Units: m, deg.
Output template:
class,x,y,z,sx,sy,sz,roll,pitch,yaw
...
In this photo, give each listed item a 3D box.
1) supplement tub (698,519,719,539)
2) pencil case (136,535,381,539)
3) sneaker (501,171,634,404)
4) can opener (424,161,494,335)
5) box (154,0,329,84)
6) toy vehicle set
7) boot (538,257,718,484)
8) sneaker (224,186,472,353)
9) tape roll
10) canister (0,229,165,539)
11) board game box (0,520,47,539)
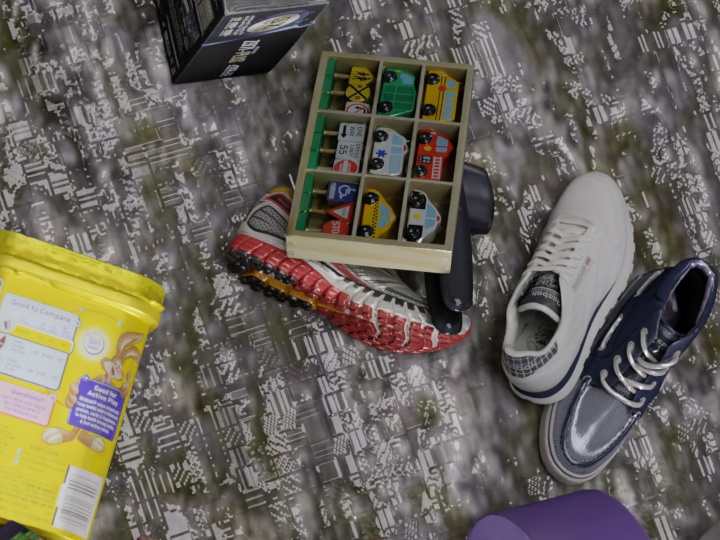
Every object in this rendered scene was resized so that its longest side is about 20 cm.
class,x,y,z,sx,sy,sz,roll,pitch,yaw
supplement tub,0.347,0.292,1.645,0.200,0.145,0.146,32,68,-9
pencil case,-0.075,0.234,1.543,0.199,0.087,0.083,3,72,-18
sneaker,0.163,0.003,1.678,0.076,0.081,0.201,7,65,27
can opener,0.068,-0.033,1.637,0.078,0.064,0.200,4,39,-2
box,-0.106,-0.265,1.620,0.086,0.164,0.201,-9,79,-21
toy vehicle set,0.018,-0.086,1.629,0.124,0.027,0.201,5,49,4
boot,0.213,0.075,1.683,0.073,0.090,0.200,33,68,-9
sneaker,0.000,0.000,1.636,0.199,0.078,0.082,28,67,-11
tape roll,0.154,0.267,1.554,0.085,0.200,0.201,-11,80,-21
canister,-0.238,0.089,1.525,0.148,0.087,0.201,19,72,-14
board game box,-0.266,0.297,1.440,0.200,0.057,0.166,-37,119,-24
